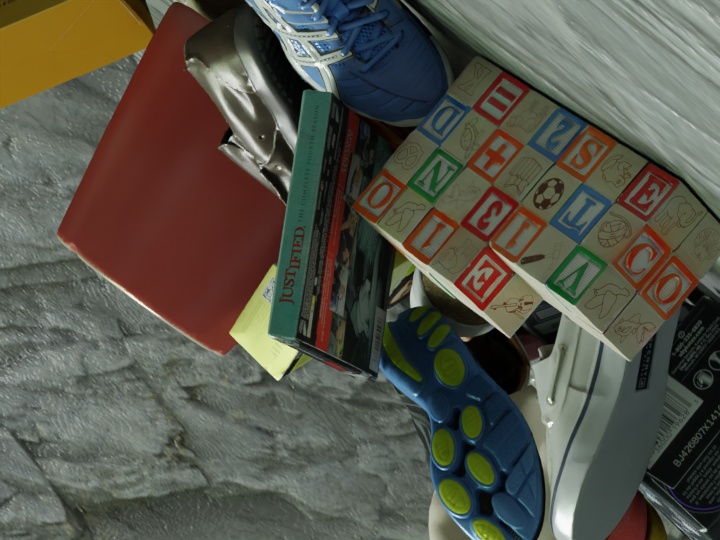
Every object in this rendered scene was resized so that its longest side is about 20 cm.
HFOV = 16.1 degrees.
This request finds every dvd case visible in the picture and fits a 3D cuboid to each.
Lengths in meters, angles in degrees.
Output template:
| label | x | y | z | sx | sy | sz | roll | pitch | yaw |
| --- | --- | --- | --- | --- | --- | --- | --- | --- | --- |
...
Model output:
| label | x | y | z | sx | sy | sz | roll | pitch | yaw |
| --- | --- | --- | --- | --- | --- | --- | --- | --- | --- |
| dvd case | -0.011 | -0.016 | 1.532 | 0.022 | 0.147 | 0.200 | 6 | 173 | 16 |

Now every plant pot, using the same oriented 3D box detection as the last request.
| label | x | y | z | sx | sy | sz | roll | pitch | yaw |
| --- | --- | --- | --- | --- | --- | --- | --- | --- | --- |
| plant pot | -0.099 | -0.054 | 1.715 | 0.200 | 0.178 | 0.200 | 36 | 179 | 1 |

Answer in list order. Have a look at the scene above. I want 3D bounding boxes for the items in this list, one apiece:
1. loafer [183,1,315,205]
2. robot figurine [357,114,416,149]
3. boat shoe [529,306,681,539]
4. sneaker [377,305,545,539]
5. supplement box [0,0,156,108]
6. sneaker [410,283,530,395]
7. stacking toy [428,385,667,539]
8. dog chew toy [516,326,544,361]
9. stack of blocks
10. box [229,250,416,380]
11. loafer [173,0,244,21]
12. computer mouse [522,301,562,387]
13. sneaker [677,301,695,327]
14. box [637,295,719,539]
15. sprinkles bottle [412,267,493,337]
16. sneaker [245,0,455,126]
| label | x | y | z | sx | sy | sz | roll | pitch | yaw |
| --- | --- | --- | --- | --- | --- | --- | --- | --- | --- |
| loafer | -0.049 | -0.088 | 1.585 | 0.071 | 0.073 | 0.201 | -4 | 132 | 27 |
| robot figurine | 0.021 | -0.117 | 1.660 | 0.200 | 0.058 | 0.145 | 42 | 178 | 0 |
| boat shoe | 0.137 | 0.065 | 1.517 | 0.070 | 0.201 | 0.071 | 23 | -160 | 38 |
| sneaker | 0.073 | 0.102 | 1.595 | 0.083 | 0.071 | 0.200 | 47 | -171 | -42 |
| supplement box | -0.271 | -0.229 | 1.752 | 0.133 | 0.196 | 0.201 | 47 | -158 | -74 |
| sneaker | 0.083 | 0.089 | 1.753 | 0.085 | 0.073 | 0.201 | 53 | 168 | 45 |
| stacking toy | 0.156 | 0.182 | 1.684 | 0.200 | 0.146 | 0.146 | 38 | 179 | -27 |
| dog chew toy | 0.093 | -0.009 | 1.871 | 0.124 | 0.125 | 0.200 | 41 | -173 | -20 |
| stack of blocks | 0.095 | -0.026 | 1.396 | 0.059 | 0.115 | 0.200 | 42 | 177 | -39 |
| box | 0.000 | 0.000 | 1.696 | 0.050 | 0.075 | 0.200 | 44 | -141 | 12 |
| loafer | -0.101 | -0.205 | 1.773 | 0.200 | 0.076 | 0.068 | 43 | -177 | -36 |
| computer mouse | 0.157 | 0.028 | 1.746 | 0.200 | 0.138 | 0.053 | 55 | -156 | -52 |
| sneaker | 0.214 | 0.085 | 1.696 | 0.075 | 0.089 | 0.200 | 6 | 157 | 40 |
| box | 0.248 | 0.122 | 1.620 | 0.106 | 0.122 | 0.200 | 39 | 177 | 35 |
| sprinkles bottle | 0.083 | -0.019 | 1.586 | 0.068 | 0.068 | 0.200 | 40 | 159 | 5 |
| sneaker | -0.026 | -0.153 | 1.466 | 0.200 | 0.076 | 0.077 | 40 | -177 | -10 |
